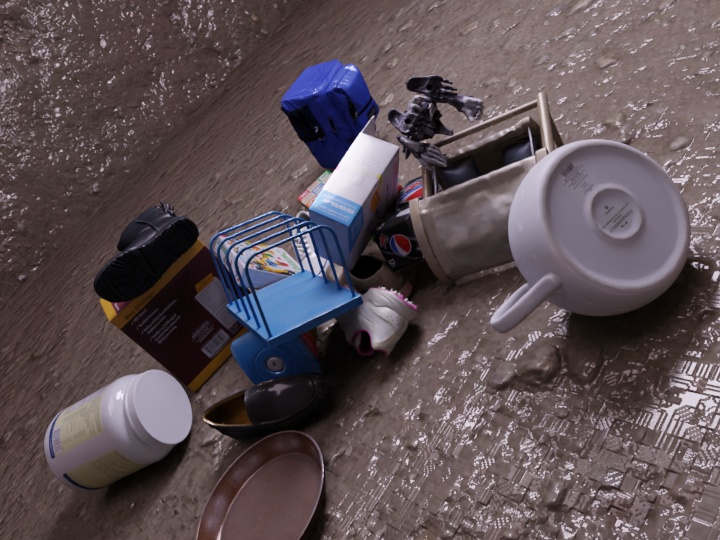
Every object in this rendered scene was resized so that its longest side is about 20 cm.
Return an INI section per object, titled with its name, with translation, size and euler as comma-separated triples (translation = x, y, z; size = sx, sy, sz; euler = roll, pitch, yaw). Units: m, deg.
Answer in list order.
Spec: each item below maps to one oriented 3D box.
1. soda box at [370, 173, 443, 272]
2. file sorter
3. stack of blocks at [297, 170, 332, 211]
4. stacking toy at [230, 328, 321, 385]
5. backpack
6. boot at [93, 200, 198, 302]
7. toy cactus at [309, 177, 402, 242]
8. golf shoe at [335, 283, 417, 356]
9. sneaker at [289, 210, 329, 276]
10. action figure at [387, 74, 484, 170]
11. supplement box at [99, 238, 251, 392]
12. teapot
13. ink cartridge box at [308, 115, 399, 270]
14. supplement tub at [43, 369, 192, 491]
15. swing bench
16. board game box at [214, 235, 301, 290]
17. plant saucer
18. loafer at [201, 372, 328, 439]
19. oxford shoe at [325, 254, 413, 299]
[soda box]
translation = 0.085, -0.081, 0.969
size = 0.063, 0.071, 0.200
euler = -20, 20, 30
[file sorter]
translation = -0.114, 0.000, 0.886
size = 0.138, 0.123, 0.200
euler = -25, 21, -21
[stack of blocks]
translation = -0.036, -0.135, 1.238
size = 0.115, 0.059, 0.200
euler = -43, 30, -5
[stacking toy]
translation = -0.107, 0.091, 0.999
size = 0.109, 0.116, 0.200
euler = -29, 18, 21
[backpack]
translation = -0.048, -0.318, 1.359
size = 0.167, 0.201, 0.163
euler = 0, 44, 36
[boot]
translation = -0.369, -0.036, 1.067
size = 0.198, 0.074, 0.162
euler = -43, 33, -20
[toy cactus]
translation = -0.010, -0.109, 1.079
size = 0.199, 0.103, 0.165
euler = -24, 53, -14
[golf shoe]
translation = -0.005, 0.071, 0.918
size = 0.199, 0.075, 0.092
euler = -1, 62, 58
[sneaker]
translation = -0.100, -0.037, 1.168
size = 0.073, 0.071, 0.201
euler = -33, 32, 13
[action figure]
translation = 0.099, -0.198, 0.868
size = 0.119, 0.102, 0.200
euler = -60, -8, 10
[supplement box]
translation = -0.312, 0.065, 1.145
size = 0.197, 0.200, 0.133
euler = -46, 30, -11
[teapot]
translation = 0.239, -0.031, 0.699
size = 0.146, 0.198, 0.199
euler = 119, 151, -69
[ink cartridge box]
translation = 0.003, -0.117, 0.947
size = 0.067, 0.115, 0.201
euler = 23, 62, 14
[supplement tub]
translation = -0.387, 0.256, 1.032
size = 0.199, 0.145, 0.145
euler = -28, 32, 20
[swing bench]
translation = 0.183, -0.110, 0.883
size = 0.198, 0.130, 0.201
euler = -19, 35, 30
[board game box]
translation = -0.166, -0.008, 1.089
size = 0.200, 0.125, 0.035
euler = 37, 112, 60
[plant saucer]
translation = -0.117, 0.293, 0.786
size = 0.199, 0.035, 0.201
euler = -28, 31, 19
[loafer]
translation = -0.133, 0.189, 0.885
size = 0.199, 0.072, 0.073
euler = -29, 60, 28
[oxford shoe]
translation = 0.000, 0.000, 1.001
size = 0.199, 0.074, 0.071
euler = 9, 55, 53
